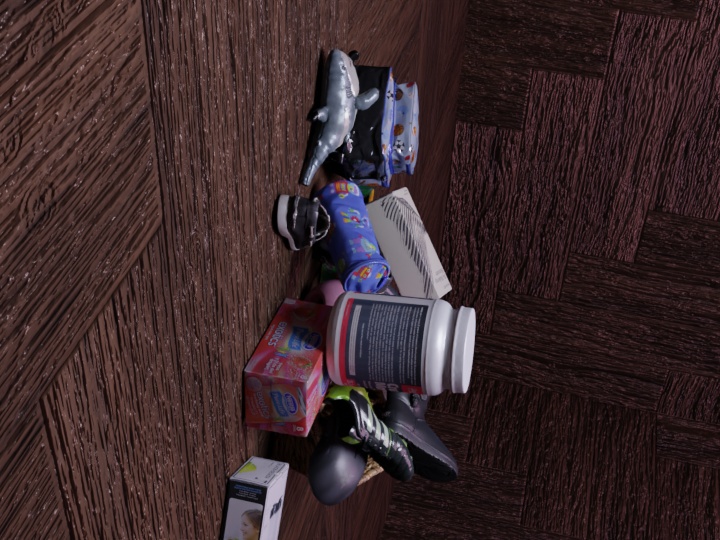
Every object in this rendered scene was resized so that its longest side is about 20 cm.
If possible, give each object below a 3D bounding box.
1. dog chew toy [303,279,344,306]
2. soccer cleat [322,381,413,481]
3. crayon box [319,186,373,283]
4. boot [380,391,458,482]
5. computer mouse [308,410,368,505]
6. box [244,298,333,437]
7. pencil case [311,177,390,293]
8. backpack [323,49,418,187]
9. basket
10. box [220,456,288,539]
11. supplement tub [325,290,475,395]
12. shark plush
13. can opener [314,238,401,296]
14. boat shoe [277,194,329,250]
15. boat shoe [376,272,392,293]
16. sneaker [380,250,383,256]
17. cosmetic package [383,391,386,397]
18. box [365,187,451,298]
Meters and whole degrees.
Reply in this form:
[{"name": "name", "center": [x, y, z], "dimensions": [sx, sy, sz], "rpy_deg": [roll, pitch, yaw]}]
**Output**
[{"name": "dog chew toy", "center": [-0.003, 0.089, 1.676], "dimensions": [0.200, 0.124, 0.125], "rpy_deg": [19, 78, -38]}, {"name": "soccer cleat", "center": [0.009, 0.251, 1.521], "dimensions": [0.200, 0.067, 0.081], "rpy_deg": [56, 42, -11]}, {"name": "crayon box", "center": [-0.026, -0.046, 1.790], "dimensions": [0.119, 0.058, 0.200], "rpy_deg": [-52, 151, -71]}, {"name": "boot", "center": [0.109, 0.249, 1.715], "dimensions": [0.200, 0.076, 0.168], "rpy_deg": [42, 46, -32]}, {"name": "computer mouse", "center": [-0.024, 0.268, 1.552], "dimensions": [0.139, 0.053, 0.200], "rpy_deg": [45, 43, -31]}, {"name": "box", "center": [-0.095, 0.139, 1.463], "dimensions": [0.200, 0.094, 0.103], "rpy_deg": [-64, 161, -58]}, {"name": "pencil case", "center": [-0.013, -0.052, 1.546], "dimensions": [0.078, 0.087, 0.200], "rpy_deg": [-59, -142, 37]}, {"name": "backpack", "center": [0.022, -0.228, 1.644], "dimensions": [0.191, 0.154, 0.200], "rpy_deg": [105, -5, -74]}, {"name": "basket", "center": [-0.028, 0.255, 1.649], "dimensions": [0.200, 0.149, 0.143], "rpy_deg": [-14, 118, -53]}, {"name": "box", "center": [-0.160, 0.385, 1.454], "dimensions": [0.117, 0.060, 0.200], "rpy_deg": [-31, 131, -77]}, {"name": "supplement tub", "center": [0.059, 0.106, 1.449], "dimensions": [0.140, 0.200, 0.141], "rpy_deg": [5, 90, -78]}, {"name": "shark plush", "center": [-0.059, -0.228, 1.501], "dimensions": [0.200, 0.091, 0.083], "rpy_deg": [-60, 151, 4]}, {"name": "can opener", "center": [0.000, 0.000, 1.694], "dimensions": [0.079, 0.200, 0.063], "rpy_deg": [-49, -162, -6]}, {"name": "boat shoe", "center": [-0.075, -0.071, 1.462], "dimensions": [0.200, 0.060, 0.074], "rpy_deg": [58, 37, -78]}, {"name": "boat shoe", "center": [-0.001, -0.050, 1.637], "dimensions": [0.063, 0.073, 0.200], "rpy_deg": [-42, -117, 42]}, {"name": "sneaker", "center": [0.041, -0.058, 1.818], "dimensions": [0.200, 0.075, 0.089], "rpy_deg": [-62, 143, -68]}, {"name": "cosmetic package", "center": [0.017, 0.212, 1.851], "dimensions": [0.105, 0.200, 0.071], "rpy_deg": [9, 53, -48]}, {"name": "box", "center": [0.081, -0.038, 1.730], "dimensions": [0.200, 0.068, 0.082], "rpy_deg": [65, 24, -3]}]
